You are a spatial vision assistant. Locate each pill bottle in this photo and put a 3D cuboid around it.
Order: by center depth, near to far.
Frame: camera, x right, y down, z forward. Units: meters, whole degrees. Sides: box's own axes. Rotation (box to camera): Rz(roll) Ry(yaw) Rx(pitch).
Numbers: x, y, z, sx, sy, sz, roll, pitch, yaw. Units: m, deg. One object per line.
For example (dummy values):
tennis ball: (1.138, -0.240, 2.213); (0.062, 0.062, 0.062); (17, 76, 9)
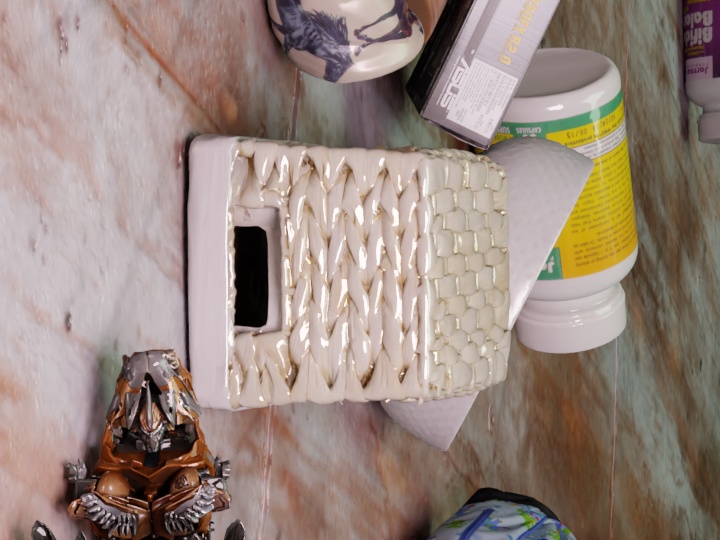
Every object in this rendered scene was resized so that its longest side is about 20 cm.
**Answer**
pill bottle: (0.141, -0.049, 1.796); (0.113, 0.112, 0.201); (-61, 146, -61)
pill bottle: (0.416, -0.244, 2.786); (0.112, 0.111, 0.202); (12, 77, -74)

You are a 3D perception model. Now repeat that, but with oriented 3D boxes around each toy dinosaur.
toy dinosaur: (-0.081, 0.135, 1.051); (0.136, 0.102, 0.201); (96, -29, -87)

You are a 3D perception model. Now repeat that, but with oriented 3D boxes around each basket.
basket: (0.000, 0.000, 1.272); (0.200, 0.122, 0.137); (-2, 92, -75)

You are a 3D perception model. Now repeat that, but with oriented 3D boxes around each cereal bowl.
cereal bowl: (0.060, 0.004, 1.497); (0.201, 0.083, 0.200); (-63, 177, -6)

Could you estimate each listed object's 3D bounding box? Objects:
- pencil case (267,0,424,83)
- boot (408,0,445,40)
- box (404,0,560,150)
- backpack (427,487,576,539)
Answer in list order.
pencil case: (-0.019, -0.194, 1.303); (0.089, 0.077, 0.201); (-48, 138, -39)
boot: (0.028, -0.252, 1.467); (0.201, 0.073, 0.155); (89, 12, -47)
box: (0.093, -0.181, 1.520); (0.158, 0.048, 0.201); (-101, -144, -81)
backpack: (0.078, 0.229, 1.539); (0.200, 0.153, 0.164); (-1, 96, -61)
